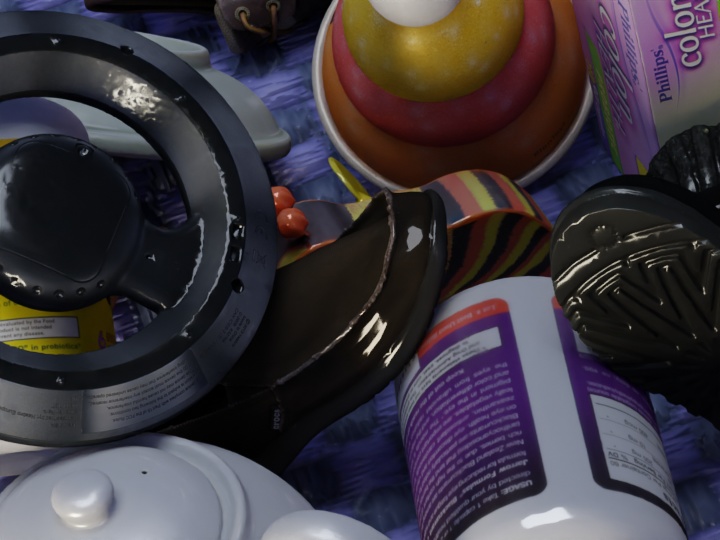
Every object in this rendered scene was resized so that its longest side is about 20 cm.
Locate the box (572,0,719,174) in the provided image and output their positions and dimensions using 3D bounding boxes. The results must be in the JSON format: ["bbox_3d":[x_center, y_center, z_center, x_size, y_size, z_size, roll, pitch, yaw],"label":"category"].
[{"bbox_3d":[0.209,-0.136,1.436,0.200,0.176,0.097,-24,44,-7],"label":"box"}]

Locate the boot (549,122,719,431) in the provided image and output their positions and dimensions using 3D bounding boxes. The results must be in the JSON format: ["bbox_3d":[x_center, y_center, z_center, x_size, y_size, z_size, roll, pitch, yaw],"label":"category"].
[{"bbox_3d":[0.153,-0.016,1.326,0.079,0.211,0.158,-30,42,26],"label":"boot"}]

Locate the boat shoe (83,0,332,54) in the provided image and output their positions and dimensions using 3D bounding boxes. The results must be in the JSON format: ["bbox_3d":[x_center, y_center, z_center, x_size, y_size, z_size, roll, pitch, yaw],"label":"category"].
[{"bbox_3d":[-0.057,-0.150,1.626,0.200,0.072,0.072,11,79,13],"label":"boat shoe"}]

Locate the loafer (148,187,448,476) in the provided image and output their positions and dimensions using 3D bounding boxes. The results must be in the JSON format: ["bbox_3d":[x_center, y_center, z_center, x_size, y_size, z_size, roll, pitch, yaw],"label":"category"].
[{"bbox_3d":[-0.035,0.034,1.337,0.200,0.071,0.073,-49,27,26],"label":"loafer"}]

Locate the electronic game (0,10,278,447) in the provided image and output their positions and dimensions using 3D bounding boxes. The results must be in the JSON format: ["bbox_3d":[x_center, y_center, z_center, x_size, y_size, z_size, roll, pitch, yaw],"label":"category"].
[{"bbox_3d":[-0.133,-0.020,1.291,0.200,0.042,0.200,6,67,-14],"label":"electronic game"}]

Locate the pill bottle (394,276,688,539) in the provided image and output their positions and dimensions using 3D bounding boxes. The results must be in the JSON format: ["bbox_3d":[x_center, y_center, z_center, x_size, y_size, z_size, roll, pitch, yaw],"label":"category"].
[{"bbox_3d":[0.080,0.107,1.274,0.111,0.111,0.200,-13,43,4],"label":"pill bottle"}]

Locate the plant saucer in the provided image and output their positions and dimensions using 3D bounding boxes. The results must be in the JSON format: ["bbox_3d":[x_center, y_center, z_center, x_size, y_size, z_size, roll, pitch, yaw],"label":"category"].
[{"bbox_3d":[-0.132,-0.094,1.509,0.200,0.050,0.200,7,8,-1],"label":"plant saucer"}]

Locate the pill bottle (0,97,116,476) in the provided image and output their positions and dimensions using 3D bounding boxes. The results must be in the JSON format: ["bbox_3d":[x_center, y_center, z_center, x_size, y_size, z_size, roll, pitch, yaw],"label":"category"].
[{"bbox_3d":[-0.168,-0.011,1.357,0.104,0.104,0.200,-10,80,8],"label":"pill bottle"}]

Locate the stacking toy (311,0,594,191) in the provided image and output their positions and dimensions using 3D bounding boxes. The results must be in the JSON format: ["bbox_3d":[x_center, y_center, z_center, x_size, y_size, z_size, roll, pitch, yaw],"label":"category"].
[{"bbox_3d":[0.038,-0.123,1.438,0.146,0.200,0.146,-2,75,7],"label":"stacking toy"}]

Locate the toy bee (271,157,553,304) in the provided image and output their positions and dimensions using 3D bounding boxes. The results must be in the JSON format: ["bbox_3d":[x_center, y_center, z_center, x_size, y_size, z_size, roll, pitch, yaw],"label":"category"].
[{"bbox_3d":[0.000,0.000,1.413,0.200,0.109,0.131,-40,50,-23],"label":"toy bee"}]

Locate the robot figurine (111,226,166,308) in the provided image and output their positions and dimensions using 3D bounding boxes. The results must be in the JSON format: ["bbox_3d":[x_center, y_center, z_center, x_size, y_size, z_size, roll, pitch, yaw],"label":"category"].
[{"bbox_3d":[-0.199,-0.017,1.486,0.200,0.144,0.117,9,78,26],"label":"robot figurine"}]

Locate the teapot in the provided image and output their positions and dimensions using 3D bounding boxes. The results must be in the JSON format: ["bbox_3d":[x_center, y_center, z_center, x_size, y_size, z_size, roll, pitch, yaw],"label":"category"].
[{"bbox_3d":[-0.093,0.139,1.271,0.200,0.146,0.197,-27,44,-12],"label":"teapot"}]
